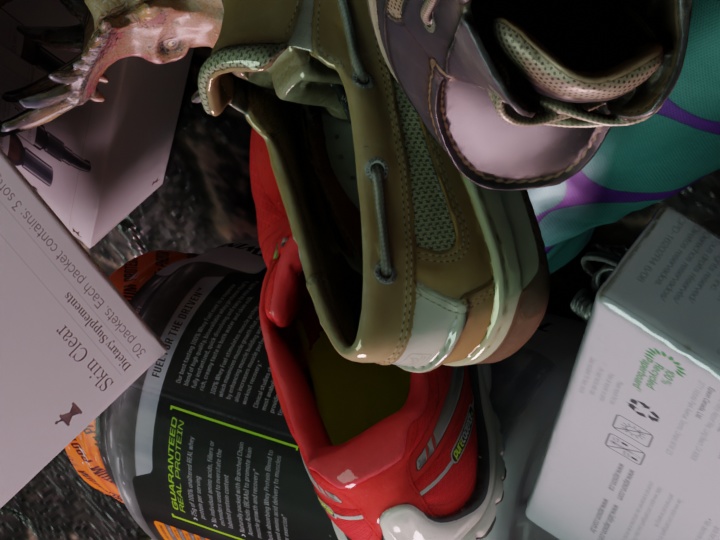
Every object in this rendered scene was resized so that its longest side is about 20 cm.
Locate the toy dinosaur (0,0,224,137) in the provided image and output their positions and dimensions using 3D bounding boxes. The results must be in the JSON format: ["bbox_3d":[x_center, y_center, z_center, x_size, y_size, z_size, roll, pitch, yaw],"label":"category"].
[{"bbox_3d":[-0.133,-0.109,0.905,0.200,0.086,0.136,16,142,43],"label":"toy dinosaur"}]

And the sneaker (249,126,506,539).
[{"bbox_3d":[0.000,0.000,0.896,0.077,0.200,0.085,-24,141,11],"label":"sneaker"}]

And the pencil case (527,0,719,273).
[{"bbox_3d":[0.087,-0.060,0.816,0.092,0.085,0.200,18,154,-29],"label":"pencil case"}]

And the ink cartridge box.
[{"bbox_3d":[0.145,0.084,0.791,0.200,0.041,0.200,36,161,10],"label":"ink cartridge box"}]

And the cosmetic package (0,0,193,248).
[{"bbox_3d":[-0.101,-0.100,0.991,0.082,0.051,0.200,34,144,12],"label":"cosmetic package"}]

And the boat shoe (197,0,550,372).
[{"bbox_3d":[-0.013,-0.064,0.807,0.072,0.076,0.200,-50,56,45],"label":"boat shoe"}]

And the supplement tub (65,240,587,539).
[{"bbox_3d":[-0.004,0.059,0.995,0.200,0.123,0.123,15,136,34],"label":"supplement tub"}]

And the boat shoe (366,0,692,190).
[{"bbox_3d":[0.042,-0.068,0.686,0.200,0.074,0.073,86,174,-61],"label":"boat shoe"}]

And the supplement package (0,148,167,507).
[{"bbox_3d":[-0.187,-0.026,0.938,0.156,0.111,0.200,39,170,45],"label":"supplement package"}]

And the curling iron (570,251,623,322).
[{"bbox_3d":[0.141,0.054,0.875,0.200,0.026,0.050,36,175,-26],"label":"curling iron"}]
